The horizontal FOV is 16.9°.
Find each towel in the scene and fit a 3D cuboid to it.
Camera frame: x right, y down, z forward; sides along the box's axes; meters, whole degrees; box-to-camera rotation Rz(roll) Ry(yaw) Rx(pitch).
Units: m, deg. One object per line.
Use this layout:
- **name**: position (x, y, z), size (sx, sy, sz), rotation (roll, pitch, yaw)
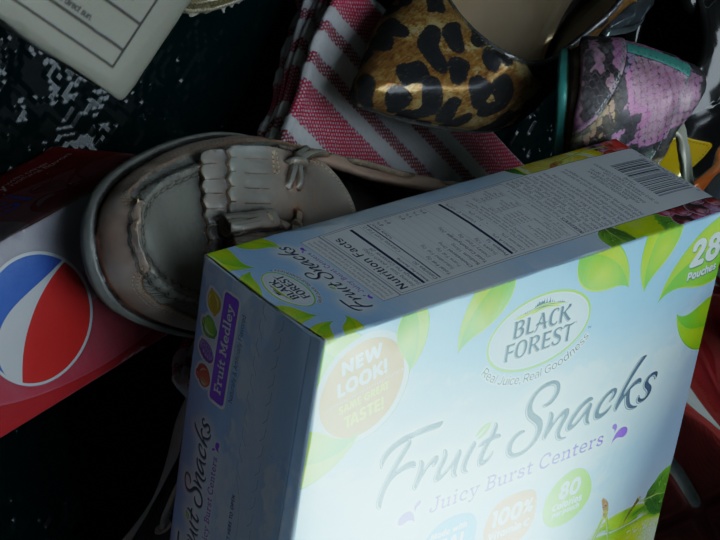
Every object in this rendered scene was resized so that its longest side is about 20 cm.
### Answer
- **towel**: position (0.000, 0.000, 0.939), size (0.146, 0.030, 0.201), rotation (44, 51, -37)

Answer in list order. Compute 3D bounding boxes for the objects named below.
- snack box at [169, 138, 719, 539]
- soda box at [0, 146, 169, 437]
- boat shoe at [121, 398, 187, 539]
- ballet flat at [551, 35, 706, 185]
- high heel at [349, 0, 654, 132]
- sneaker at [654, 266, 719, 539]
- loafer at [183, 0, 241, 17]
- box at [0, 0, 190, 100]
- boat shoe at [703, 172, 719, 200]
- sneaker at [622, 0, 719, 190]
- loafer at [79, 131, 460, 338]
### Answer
- **snack box**: position (0.029, 0.058, 0.848), size (0.199, 0.067, 0.170), rotation (-17, 127, -41)
- **soda box**: position (-0.151, 0.027, 0.817), size (0.199, 0.070, 0.064), rotation (-31, 114, -34)
- **boat shoe**: position (-0.051, 0.097, 0.917), size (0.200, 0.060, 0.074), rotation (-51, 119, -25)
- **ballet flat**: position (0.095, -0.001, 0.955), size (0.069, 0.071, 0.201), rotation (-77, 178, -53)
- **high heel**: position (0.082, -0.129, 0.924), size (0.072, 0.143, 0.199), rotation (49, 44, 14)
- **sneaker**: position (0.157, 0.064, 1.045), size (0.115, 0.078, 0.201), rotation (-24, 85, -47)
- **loafer**: position (0.000, -0.152, 0.884), size (0.199, 0.068, 0.076), rotation (-31, 135, -4)
- **box**: position (-0.089, -0.181, 0.786), size (0.128, 0.109, 0.201), rotation (34, 90, -36)
- **boat shoe**: position (0.219, 0.005, 0.937), size (0.199, 0.072, 0.066), rotation (33, 94, -16)
- **sneaker**: position (0.167, -0.124, 1.071), size (0.090, 0.070, 0.201), rotation (42, 70, -39)
- **loafer**: position (-0.011, -0.015, 0.854), size (0.199, 0.063, 0.073), rotation (0, 83, -51)
